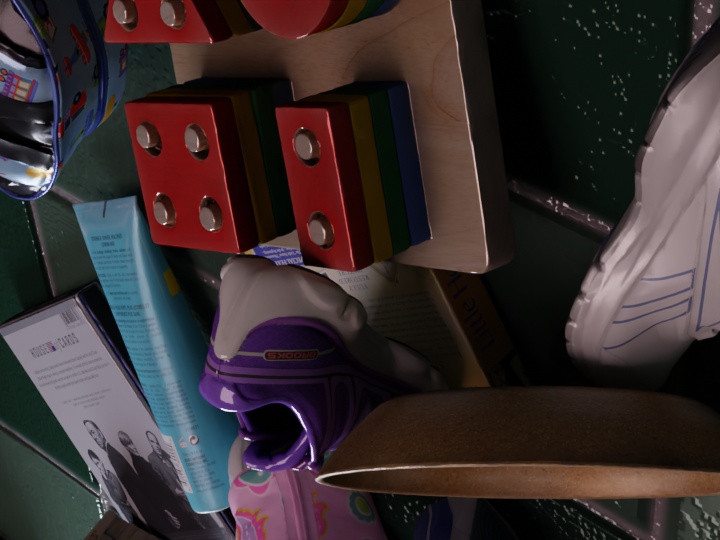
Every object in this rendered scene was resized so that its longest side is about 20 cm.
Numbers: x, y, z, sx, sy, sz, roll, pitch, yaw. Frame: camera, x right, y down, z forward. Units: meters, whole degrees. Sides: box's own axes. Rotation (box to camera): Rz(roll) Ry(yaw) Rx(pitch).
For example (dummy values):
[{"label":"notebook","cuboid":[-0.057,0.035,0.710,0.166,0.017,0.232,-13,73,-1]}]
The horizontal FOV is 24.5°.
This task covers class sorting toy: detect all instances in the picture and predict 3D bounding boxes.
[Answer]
[{"label":"sorting toy","cuboid":[-0.039,-0.097,0.730,0.199,0.069,0.201,8,114,47]}]

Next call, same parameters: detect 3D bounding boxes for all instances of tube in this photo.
[{"label":"tube","cuboid":[-0.119,0.050,1.020,0.077,0.050,0.202,-6,111,48]}]

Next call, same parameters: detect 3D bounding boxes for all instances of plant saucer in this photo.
[{"label":"plant saucer","cuboid":[0.079,0.076,0.720,0.199,0.198,0.036,-15,71,55]}]

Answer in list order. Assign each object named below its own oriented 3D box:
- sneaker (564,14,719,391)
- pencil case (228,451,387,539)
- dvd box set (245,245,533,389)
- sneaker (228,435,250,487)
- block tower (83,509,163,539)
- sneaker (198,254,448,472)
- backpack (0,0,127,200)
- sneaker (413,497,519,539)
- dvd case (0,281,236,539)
[{"label":"sneaker","cuboid":[0.137,-0.006,0.639,0.087,0.075,0.201,30,145,12]},{"label":"pencil case","cuboid":[-0.017,0.189,0.867,0.088,0.086,0.201,93,168,-46]},{"label":"dvd box set","cuboid":[0.000,0.000,0.847,0.146,0.029,0.202,-10,112,53]},{"label":"sneaker","cuboid":[-0.027,0.186,1.015,0.201,0.076,0.105,54,148,-4]},{"label":"block tower","cuboid":[-0.114,0.243,1.171,0.198,0.054,0.058,24,146,26]},{"label":"sneaker","cuboid":[-0.023,0.060,0.773,0.080,0.084,0.200,17,167,31]},{"label":"backpack","cuboid":[-0.193,-0.147,0.853,0.200,0.134,0.184,40,145,20]},{"label":"sneaker","cuboid":[0.054,0.230,0.914,0.114,0.081,0.201,-16,111,22]},{"label":"dvd case","cuboid":[-0.167,0.108,1.163,0.150,0.025,0.201,-17,107,56]}]
